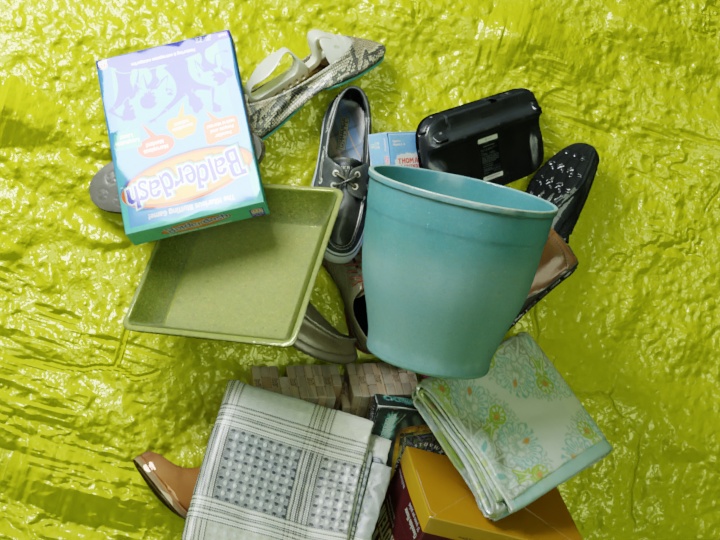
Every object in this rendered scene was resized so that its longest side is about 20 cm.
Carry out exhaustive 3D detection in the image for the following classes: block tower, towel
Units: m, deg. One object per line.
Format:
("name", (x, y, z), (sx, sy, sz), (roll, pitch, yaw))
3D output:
("block tower", (-0.026, 0.142, 1.492), (0.198, 0.058, 0.054), (1, 131, -14))
("towel", (0.167, 0.165, 1.443), (0.199, 0.048, 0.172), (-20, 70, -40))
("towel", (-0.071, 0.228, 1.382), (0.198, 0.035, 0.194), (20, 59, -8))

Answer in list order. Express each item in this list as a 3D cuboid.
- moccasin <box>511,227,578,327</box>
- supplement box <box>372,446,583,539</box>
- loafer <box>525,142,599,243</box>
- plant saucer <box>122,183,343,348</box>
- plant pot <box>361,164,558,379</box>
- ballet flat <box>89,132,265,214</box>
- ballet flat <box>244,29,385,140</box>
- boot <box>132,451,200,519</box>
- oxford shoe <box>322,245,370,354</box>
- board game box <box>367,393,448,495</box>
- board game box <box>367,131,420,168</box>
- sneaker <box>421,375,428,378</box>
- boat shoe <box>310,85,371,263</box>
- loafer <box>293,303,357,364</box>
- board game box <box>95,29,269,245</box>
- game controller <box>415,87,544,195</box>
("moccasin", (0.150, 0.029, 1.479), (0.201, 0.074, 0.078), (-43, 81, 9))
("supplement box", (0.111, 0.334, 1.466), (0.195, 0.133, 0.202), (16, 112, -17))
("loafer", (0.222, -0.060, 1.562), (0.202, 0.068, 0.070), (-57, 138, -10))
("plant saucer", (-0.128, 0.000, 1.406), (0.198, 0.048, 0.201), (4, 57, 20))
("plant pot", (0.086, 0.005, 1.366), (0.198, 0.200, 0.190), (9, 102, -15))
("ballet flat", (-0.199, -0.108, 1.446), (0.198, 0.046, 0.068), (-19, 88, 0))
("ballet flat", (-0.063, -0.221, 1.469), (0.199, 0.068, 0.076), (-34, 124, -9))
("boot", (-0.141, 0.223, 1.473), (0.200, 0.074, 0.155), (41, 76, -13))
("oxford shoe", (0.000, 0.000, 1.493), (0.070, 0.075, 0.202), (-23, 97, -10))
("board game box", (0.054, 0.240, 1.500), (0.134, 0.028, 0.202), (10, 114, -15))
("board game box", (0.080, -0.058, 1.500), (0.150, 0.036, 0.203), (-8, 95, -43))
("sneaker", (0.164, 0.158, 1.540), (0.088, 0.081, 0.200), (-43, 102, -8))
("boat shoe", (-0.021, -0.110, 1.463), (0.068, 0.057, 0.202), (6, 71, -10))
("loafer", (-0.083, 0.042, 1.472), (0.199, 0.076, 0.068), (28, 90, -13))
("board game box", (-0.190, -0.142, 1.404), (0.150, 0.045, 0.202), (-14, 75, 1))
("game controller", (0.140, -0.142, 1.510), (0.199, 0.042, 0.105), (-21, 116, -38))
